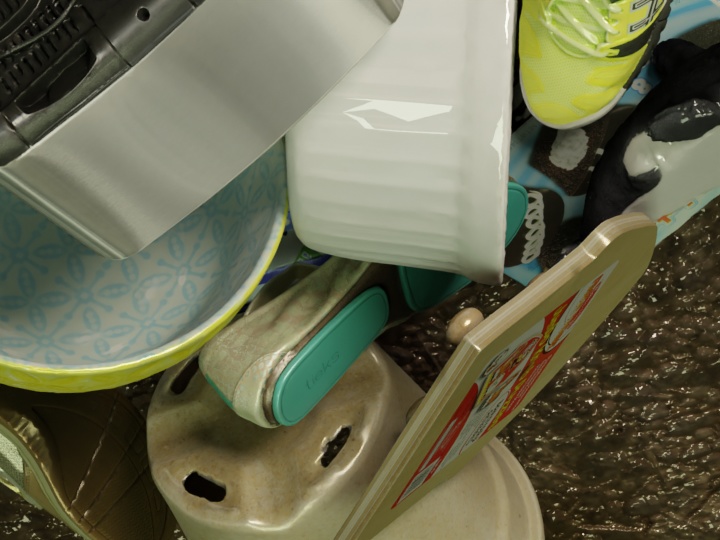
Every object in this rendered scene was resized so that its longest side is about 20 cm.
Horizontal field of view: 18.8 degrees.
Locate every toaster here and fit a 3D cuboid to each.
[{"bbox_3d":[-0.097,-0.125,0.873,0.181,0.200,0.119,-42,147,3],"label":"toaster"}]

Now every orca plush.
[{"bbox_3d":[0.163,-0.076,1.060,0.104,0.072,0.200,-1,152,-22],"label":"orca plush"}]

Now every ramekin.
[{"bbox_3d":[0.022,-0.096,0.991,0.097,0.201,0.201,3,135,5],"label":"ramekin"}]

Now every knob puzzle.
[{"bbox_3d":[0.072,0.035,1.043,0.030,0.219,0.220,43,130,14],"label":"knob puzzle"}]

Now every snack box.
[{"bbox_3d":[0.135,-0.069,1.129,0.116,0.037,0.200,29,126,-28],"label":"snack box"}]

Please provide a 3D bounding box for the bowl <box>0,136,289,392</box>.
[{"bbox_3d":[-0.138,-0.023,0.998,0.198,0.202,0.108,7,152,-10],"label":"bowl"}]

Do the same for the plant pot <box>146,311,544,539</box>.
[{"bbox_3d":[-0.021,0.118,1.167,0.199,0.202,0.184,-16,143,12],"label":"plant pot"}]

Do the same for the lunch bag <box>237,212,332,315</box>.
[{"bbox_3d":[-0.096,-0.032,1.128,0.198,0.076,0.161,-13,136,11],"label":"lunch bag"}]

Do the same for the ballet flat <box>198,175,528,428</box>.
[{"bbox_3d":[0.000,0.000,1.082,0.200,0.062,0.068,-38,140,-30],"label":"ballet flat"}]

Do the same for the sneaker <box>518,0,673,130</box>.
[{"bbox_3d":[0.112,-0.149,1.009,0.075,0.076,0.201,30,127,15],"label":"sneaker"}]

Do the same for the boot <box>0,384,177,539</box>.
[{"bbox_3d":[-0.204,0.089,1.196,0.154,0.072,0.200,-13,127,49],"label":"boot"}]
